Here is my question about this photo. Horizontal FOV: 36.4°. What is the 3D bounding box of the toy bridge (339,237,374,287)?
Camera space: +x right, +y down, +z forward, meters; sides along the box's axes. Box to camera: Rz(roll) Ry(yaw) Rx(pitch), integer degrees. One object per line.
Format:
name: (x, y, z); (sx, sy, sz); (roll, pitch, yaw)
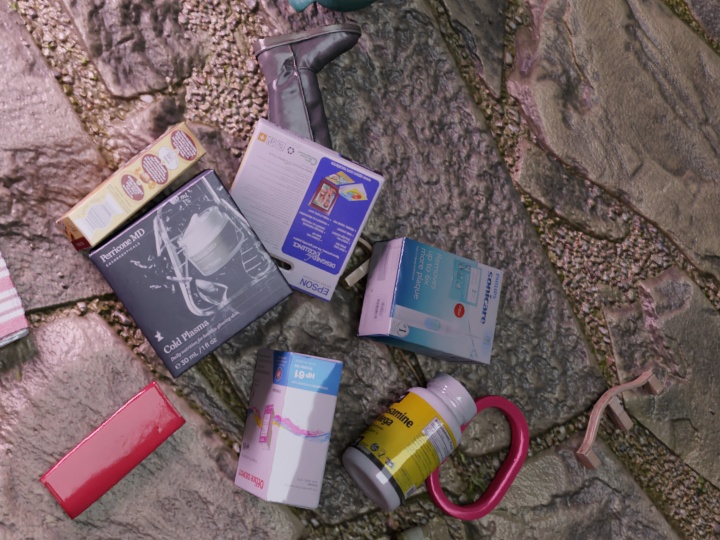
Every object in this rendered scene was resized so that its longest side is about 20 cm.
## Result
toy bridge: (0.000, 0.000, 1.639); (0.067, 0.027, 0.202); (-38, 104, -21)

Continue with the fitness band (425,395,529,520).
fitness band: (0.183, 0.291, 1.710); (0.143, 0.037, 0.201); (42, 74, -20)

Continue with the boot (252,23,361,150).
boot: (-0.063, -0.246, 1.596); (0.179, 0.073, 0.204); (-15, 88, -10)

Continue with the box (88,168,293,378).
box: (-0.227, 0.000, 1.468); (0.199, 0.124, 0.198); (-36, 101, -8)

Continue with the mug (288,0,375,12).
mug: (-0.036, -0.455, 1.591); (0.182, 0.114, 0.155); (-11, 93, -23)

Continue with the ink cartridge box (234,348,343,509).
ink cartridge box: (-0.102, 0.217, 1.523); (0.083, 0.144, 0.204); (11, 84, -23)

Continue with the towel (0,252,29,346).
towel: (-0.527, 0.015, 1.406); (0.145, 0.030, 0.203); (-23, 95, -23)

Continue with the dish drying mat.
dish drying mat: (-0.335, 0.243, 1.488); (0.200, 0.018, 0.077); (-41, 105, -21)

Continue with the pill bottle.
pill bottle: (0.076, 0.248, 1.620); (0.200, 0.112, 0.113); (-41, 104, -20)

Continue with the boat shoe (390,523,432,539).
boat shoe: (0.100, 0.488, 1.647); (0.062, 0.073, 0.204); (-14, 87, -19)

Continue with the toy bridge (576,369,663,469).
toy bridge: (0.424, 0.234, 1.813); (0.200, 0.027, 0.067); (-45, 105, -20)

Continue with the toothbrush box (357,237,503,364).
toothbrush box: (0.107, 0.049, 1.636); (0.198, 0.085, 0.149); (19, 77, -33)

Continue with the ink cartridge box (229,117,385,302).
ink cartridge box: (-0.093, -0.084, 1.561); (0.195, 0.047, 0.202); (23, 107, -12)

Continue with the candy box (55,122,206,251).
candy box: (-0.306, -0.111, 1.457); (0.200, 0.115, 0.056); (-42, 105, -19)
